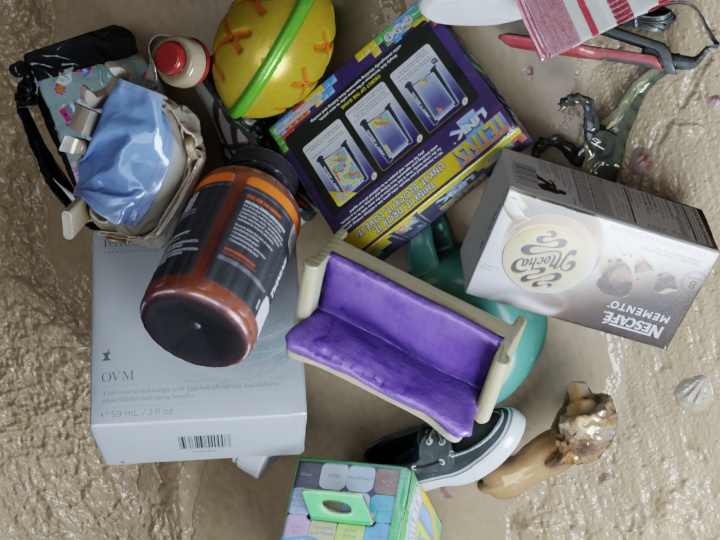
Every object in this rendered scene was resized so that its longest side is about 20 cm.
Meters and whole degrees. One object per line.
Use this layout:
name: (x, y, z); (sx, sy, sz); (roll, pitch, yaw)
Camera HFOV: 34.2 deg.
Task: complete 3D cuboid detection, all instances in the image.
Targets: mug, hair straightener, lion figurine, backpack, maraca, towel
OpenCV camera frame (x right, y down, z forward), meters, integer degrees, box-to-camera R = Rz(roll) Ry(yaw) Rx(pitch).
mug: (0.085, 0.049, 1.136); (0.184, 0.114, 0.153); (37, 112, 8)
hair straightener: (0.225, -0.225, 1.050); (0.198, 0.041, 0.078); (15, 93, 26)
lion figurine: (0.173, 0.178, 1.131); (0.073, 0.122, 0.200); (46, 114, 4)
backpack: (-0.253, -0.141, 1.194); (0.125, 0.167, 0.202); (-13, 104, 17)
maraca: (-0.070, -0.231, 1.103); (0.106, 0.137, 0.201); (31, 88, -17)
towel: (0.200, -0.278, 0.998); (0.145, 0.199, 0.023); (65, 156, -4)

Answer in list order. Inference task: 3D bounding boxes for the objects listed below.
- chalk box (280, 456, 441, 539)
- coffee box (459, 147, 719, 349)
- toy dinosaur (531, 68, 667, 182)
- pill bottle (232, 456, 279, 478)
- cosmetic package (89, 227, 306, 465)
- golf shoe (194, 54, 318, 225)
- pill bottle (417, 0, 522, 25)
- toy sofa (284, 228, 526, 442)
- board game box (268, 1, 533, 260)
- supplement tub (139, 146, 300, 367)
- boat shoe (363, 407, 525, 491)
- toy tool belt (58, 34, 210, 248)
chalk box: (-0.004, 0.267, 1.160); (0.123, 0.200, 0.125); (2, 60, 19)
coffee box: (0.202, -0.018, 1.050); (0.198, 0.080, 0.114); (16, 121, -9)
toy dinosaur: (0.214, -0.120, 1.087); (0.087, 0.048, 0.202); (22, 108, -5)
pill bottle: (-0.164, 0.126, 1.244); (0.199, 0.113, 0.114); (31, 111, 10)
cosmetic package: (-0.157, 0.070, 1.142); (0.197, 0.123, 0.202); (-3, 64, -6)
golf shoe: (-0.119, -0.125, 1.191); (0.088, 0.077, 0.201); (-38, 88, 30)
pill bottle: (0.103, -0.327, 1.030); (0.111, 0.112, 0.203); (-2, 88, 20)
toy sofa: (0.036, 0.056, 1.028); (0.199, 0.098, 0.083); (27, 134, 13)
board game box: (0.035, -0.127, 1.103); (0.199, 0.057, 0.166); (-37, 70, 15)
supplement tub: (-0.116, -0.019, 1.052); (0.106, 0.201, 0.108); (11, 140, 10)
boat shoe: (0.078, 0.176, 1.164); (0.056, 0.069, 0.199); (37, 137, -21)
toy tool belt: (-0.205, -0.122, 1.057); (0.124, 0.123, 0.202); (20, 97, 26)
